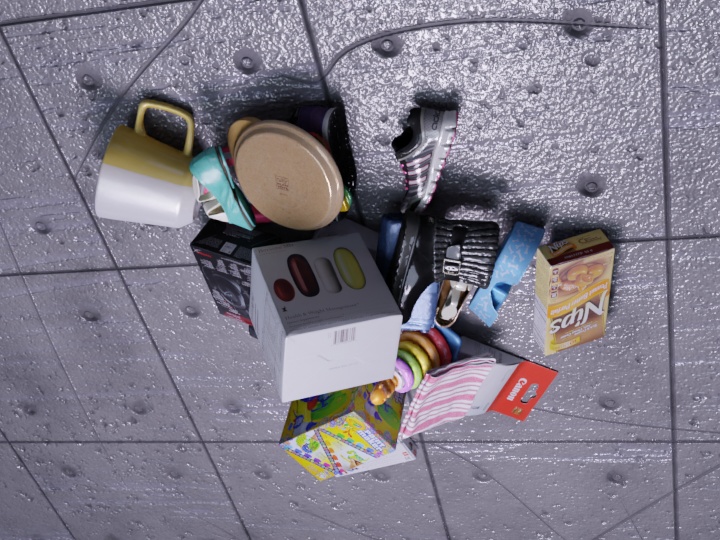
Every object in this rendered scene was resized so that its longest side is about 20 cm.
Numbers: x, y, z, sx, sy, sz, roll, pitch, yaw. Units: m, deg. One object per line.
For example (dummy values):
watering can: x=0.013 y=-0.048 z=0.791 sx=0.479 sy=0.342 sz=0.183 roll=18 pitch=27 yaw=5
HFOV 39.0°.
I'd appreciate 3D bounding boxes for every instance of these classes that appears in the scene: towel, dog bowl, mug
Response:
towel: x=0.078 y=0.003 z=1.662 sx=0.109 sy=0.049 sz=0.203 roll=6 pitch=116 yaw=0
dog bowl: x=0.233 y=0.003 z=1.650 sx=0.049 sy=0.112 sz=0.201 roll=28 pitch=134 yaw=4
mug: x=-0.326 y=-0.151 z=1.614 sx=0.150 sy=0.151 sz=0.188 roll=16 pitch=135 yaw=-2
towel: x=0.153 y=0.227 z=1.808 sx=0.144 sy=0.030 sz=0.202 roll=-14 pitch=143 yaw=-28

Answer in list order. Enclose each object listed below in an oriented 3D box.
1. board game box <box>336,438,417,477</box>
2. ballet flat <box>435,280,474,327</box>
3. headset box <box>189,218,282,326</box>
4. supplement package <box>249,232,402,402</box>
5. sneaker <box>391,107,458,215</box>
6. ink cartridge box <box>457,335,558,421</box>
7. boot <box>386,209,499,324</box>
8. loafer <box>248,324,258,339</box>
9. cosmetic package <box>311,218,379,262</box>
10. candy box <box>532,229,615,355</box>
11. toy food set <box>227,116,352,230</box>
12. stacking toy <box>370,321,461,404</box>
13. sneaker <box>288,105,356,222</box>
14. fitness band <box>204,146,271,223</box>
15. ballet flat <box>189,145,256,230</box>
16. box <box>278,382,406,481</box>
board game box: x=0.002 y=0.358 z=2.081 sx=0.197 sy=0.035 sz=0.127 roll=-17 pitch=126 yaw=27
ballet flat: x=0.167 y=0.023 z=1.709 sx=0.067 sy=0.068 sz=0.202 roll=15 pitch=134 yaw=0
headset box: x=-0.190 y=0.018 z=1.747 sx=0.147 sy=0.078 sz=0.202 roll=17 pitch=145 yaw=29
supplement package: x=-0.061 y=0.069 z=1.600 sx=0.188 sy=0.201 sz=0.149 roll=-10 pitch=134 yaw=-19
sneaker: x=0.084 y=-0.169 z=1.552 sx=0.086 sy=0.074 sz=0.202 roll=20 pitch=132 yaw=1
ink cartridge box: x=0.243 y=0.217 z=1.884 sx=0.197 sy=0.057 sz=0.164 roll=24 pitch=133 yaw=-2
boot: x=0.126 y=0.010 z=1.591 sx=0.155 sy=0.080 sz=0.214 roll=10 pitch=122 yaw=-7
loafer: x=-0.114 y=0.088 z=1.846 sx=0.197 sy=0.068 sz=0.072 roll=-4 pitch=113 yaw=21
cosmetic package: x=0.000 y=0.000 z=1.740 sx=0.197 sy=0.052 sz=0.152 roll=24 pitch=134 yaw=-8
candy box: x=0.345 y=0.038 z=1.657 sx=0.113 sy=0.056 sz=0.202 roll=-15 pitch=132 yaw=-10
toy food set: x=-0.111 y=-0.145 z=1.560 sx=0.197 sy=0.049 sz=0.200 roll=1 pitch=126 yaw=31
stacking toy: x=0.077 y=0.171 z=1.762 sx=0.109 sy=0.199 sz=0.117 roll=33 pitch=136 yaw=21
sneaker: x=-0.062 y=-0.172 z=1.597 sx=0.086 sy=0.076 sz=0.203 roll=11 pitch=131 yaw=23
fitness band: x=-0.169 y=-0.142 z=1.665 sx=0.196 sy=0.038 sz=0.145 roll=-4 pitch=133 yaw=19
ballet flat: x=-0.222 y=-0.122 z=1.597 sx=0.069 sy=0.068 sz=0.201 roll=-21 pitch=148 yaw=0
box: x=-0.025 y=0.248 z=1.872 sx=0.191 sy=0.202 sz=0.122 roll=-28 pitch=120 yaw=33
